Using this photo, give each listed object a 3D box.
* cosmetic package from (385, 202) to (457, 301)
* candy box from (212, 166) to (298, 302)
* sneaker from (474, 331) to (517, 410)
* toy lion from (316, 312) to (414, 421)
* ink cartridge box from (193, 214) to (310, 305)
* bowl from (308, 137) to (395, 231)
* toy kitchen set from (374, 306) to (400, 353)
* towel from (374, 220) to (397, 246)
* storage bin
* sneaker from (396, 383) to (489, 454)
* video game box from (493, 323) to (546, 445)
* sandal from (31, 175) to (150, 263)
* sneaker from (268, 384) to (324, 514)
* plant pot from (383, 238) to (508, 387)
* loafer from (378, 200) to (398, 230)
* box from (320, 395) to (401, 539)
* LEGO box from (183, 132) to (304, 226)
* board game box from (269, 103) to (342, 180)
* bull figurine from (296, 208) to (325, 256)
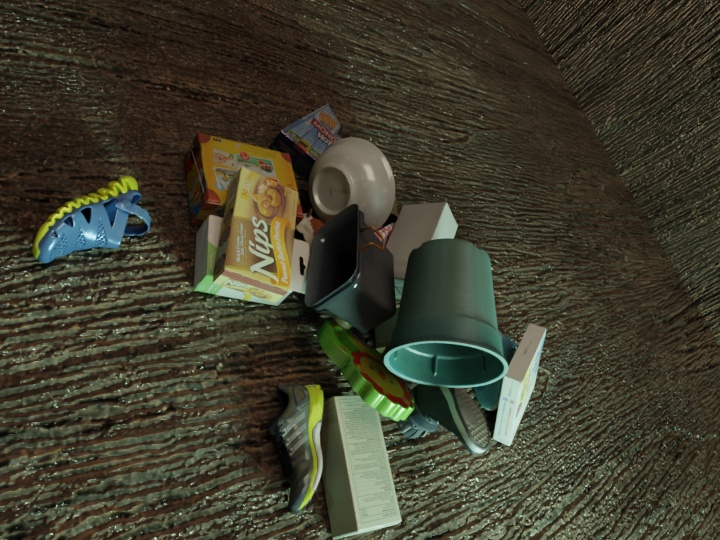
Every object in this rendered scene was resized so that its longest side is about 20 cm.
[{"bbox_3d":[0.115,-0.040,1.076,0.082,0.111,0.202,53,52,-40],"label":"cosmetic package"},{"bbox_3d":[-0.171,-0.061,0.878,0.114,0.055,0.204,21,56,-30],"label":"candy box"},{"bbox_3d":[0.324,0.229,1.207,0.129,0.079,0.204,27,56,-35],"label":"sneaker"},{"bbox_3d":[0.008,0.167,0.903,0.199,0.069,0.192,38,11,-5],"label":"toy lion"},{"bbox_3d":[-0.186,-0.010,0.927,0.197,0.067,0.119,15,55,-33],"label":"ink cartridge box"},{"bbox_3d":[-0.036,-0.163,1.055,0.203,0.200,0.090,58,34,8],"label":"bowl"},{"bbox_3d":[0.135,0.110,1.125,0.201,0.176,0.166,61,22,-58],"label":"toy kitchen set"},{"bbox_3d":[0.075,-0.025,1.133,0.199,0.029,0.150,-31,118,-51],"label":"towel"},{"bbox_3d":[0.000,0.000,0.939,0.134,0.144,0.203,39,33,-31],"label":"storage bin"},{"bbox_3d":[0.143,0.279,0.948,0.076,0.147,0.203,25,22,-29],"label":"sneaker"},{"bbox_3d":[0.350,0.247,1.153,0.046,0.186,0.200,18,36,24],"label":"video game box"},{"bbox_3d":[-0.390,-0.067,0.784,0.087,0.079,0.200,49,44,-8],"label":"sandal"},{"bbox_3d":[-0.105,0.270,0.817,0.079,0.074,0.203,16,47,-21],"label":"sneaker"},{"bbox_3d":[0.146,0.068,0.883,0.198,0.199,0.200,25,56,-26],"label":"plant pot"},{"bbox_3d":[0.061,-0.119,1.217,0.075,0.067,0.203,26,50,-28],"label":"loafer"},{"bbox_3d":[-0.010,0.314,0.853,0.093,0.077,0.204,10,57,-37],"label":"box"},{"bbox_3d":[-0.219,-0.157,0.990,0.197,0.077,0.152,5,60,-39],"label":"LEGO box"},{"bbox_3d":[-0.082,-0.287,1.211,0.199,0.061,0.202,38,45,-15],"label":"board game box"},{"bbox_3d":[-0.062,-0.033,1.054,0.198,0.065,0.123,33,48,-17],"label":"bull figurine"}]
